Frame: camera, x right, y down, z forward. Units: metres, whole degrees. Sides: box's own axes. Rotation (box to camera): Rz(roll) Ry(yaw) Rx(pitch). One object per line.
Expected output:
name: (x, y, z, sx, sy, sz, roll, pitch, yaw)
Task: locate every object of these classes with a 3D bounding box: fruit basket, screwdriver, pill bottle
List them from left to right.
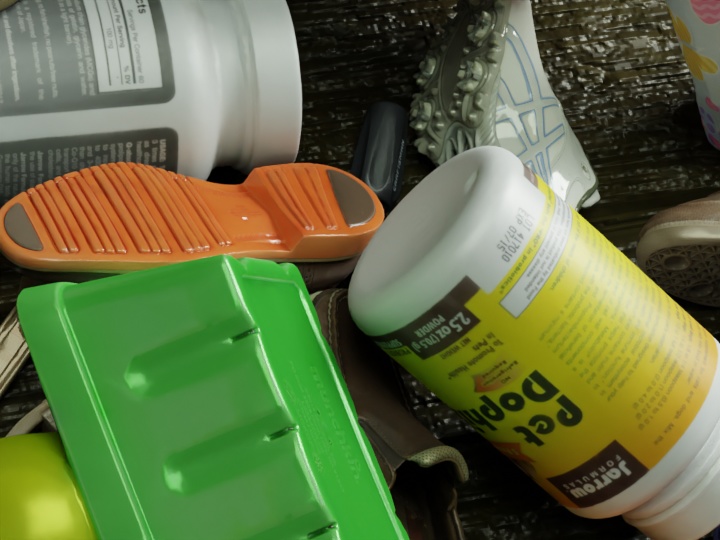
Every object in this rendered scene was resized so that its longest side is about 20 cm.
pill bottle: (-0.136, -0.086, 1.171, 0.200, 0.116, 0.116, -6, 62, -15)
fruit basket: (-0.102, 0.106, 1.033, 0.215, 0.155, 0.216, -1, 87, 19)
screwdriver: (0.000, 0.000, 1.202, 0.028, 0.029, 0.200, 12, 58, -5)
pill bottle: (0.097, 0.041, 1.124, 0.200, 0.109, 0.109, 41, 58, -17)

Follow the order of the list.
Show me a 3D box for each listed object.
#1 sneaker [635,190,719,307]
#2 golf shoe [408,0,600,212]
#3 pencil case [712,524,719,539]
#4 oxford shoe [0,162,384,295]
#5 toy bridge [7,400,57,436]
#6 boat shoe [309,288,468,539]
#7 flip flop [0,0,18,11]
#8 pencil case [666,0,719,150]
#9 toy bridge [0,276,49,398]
sneaker: (0.229, -0.028, 1.244, 0.200, 0.070, 0.076, 2, 59, -22)
golf shoe: (0.080, -0.065, 1.243, 0.097, 0.078, 0.200, 20, 59, -24)
pencil case: (0.261, 0.089, 1.177, 0.200, 0.078, 0.087, -41, 97, -28)
oxford shoe: (-0.084, -0.004, 1.136, 0.200, 0.073, 0.071, -1, 44, -31)
toy bridge: (-0.125, 0.088, 1.117, 0.067, 0.027, 0.200, 44, 61, 14)
boat shoe: (0.020, 0.096, 1.113, 0.075, 0.075, 0.203, 11, 59, -49)
flip flop: (-0.175, -0.201, 1.153, 0.081, 0.058, 0.200, 16, 56, 12)
pencil case: (0.204, -0.139, 1.222, 0.091, 0.200, 0.083, -31, 52, -4)
toy bridge: (-0.194, 0.068, 1.096, 0.027, 0.067, 0.200, 31, 47, 6)
